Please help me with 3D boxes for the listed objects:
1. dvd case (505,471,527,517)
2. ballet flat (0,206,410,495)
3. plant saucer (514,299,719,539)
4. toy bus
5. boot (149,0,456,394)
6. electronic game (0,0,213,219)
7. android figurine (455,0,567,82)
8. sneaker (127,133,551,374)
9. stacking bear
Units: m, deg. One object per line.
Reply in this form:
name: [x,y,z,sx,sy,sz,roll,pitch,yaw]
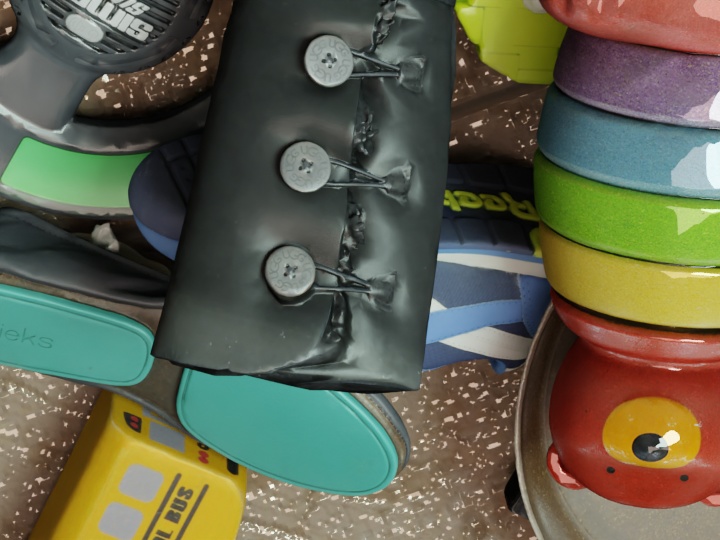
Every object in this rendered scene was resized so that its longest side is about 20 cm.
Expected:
dvd case: [0.184,0.076,1.073,0.199,0.025,0.151,24,112,-16]
ballet flat: [-0.070,0.025,1.008,0.199,0.073,0.073,20,113,-6]
plant saucer: [0.152,0.053,1.005,0.199,0.032,0.201,-3,105,-13]
toy bus: [-0.109,0.145,1.068,0.078,0.065,0.200,22,113,-14]
boot: [-0.047,-0.063,0.891,0.164,0.066,0.201,9,93,-2]
electronic game: [-0.093,-0.111,0.956,0.199,0.042,0.201,-2,117,-4]
android figurine: [0.113,-0.129,0.958,0.199,0.041,0.183,3,116,-8]
sneaker: [0.000,0.000,0.986,0.199,0.074,0.082,10,127,-26]
stacking bear: [0.111,-0.010,0.907,0.121,0.114,0.201,6,107,1]
